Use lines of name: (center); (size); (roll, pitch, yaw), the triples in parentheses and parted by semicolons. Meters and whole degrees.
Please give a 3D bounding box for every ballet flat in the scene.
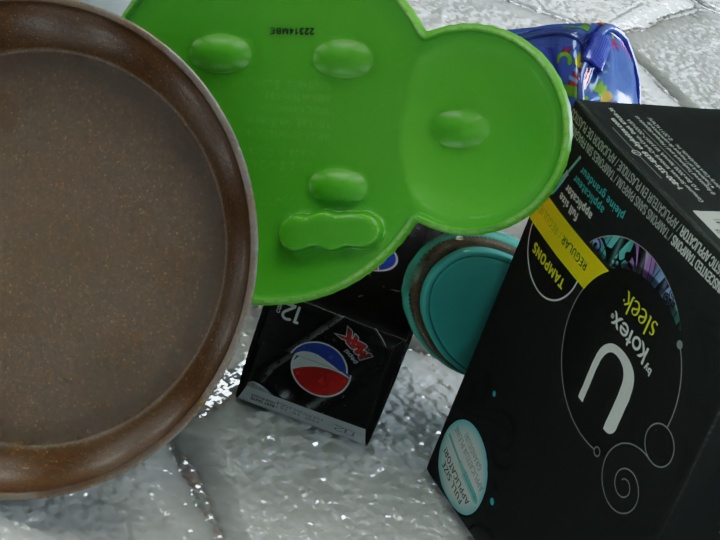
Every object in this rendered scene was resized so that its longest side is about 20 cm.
ballet flat: (0.075, 0.021, 0.915); (0.200, 0.067, 0.070); (34, 19, -43)

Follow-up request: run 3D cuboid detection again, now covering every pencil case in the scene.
pencil case: (0.049, -0.093, 1.059); (0.200, 0.087, 0.078); (1, 48, 26)

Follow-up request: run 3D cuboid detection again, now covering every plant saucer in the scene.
plant saucer: (-0.134, -0.009, 0.787); (0.200, 0.200, 0.034); (26, 3, 11)

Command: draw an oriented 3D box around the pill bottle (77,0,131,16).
pill bottle: (-0.105, -0.112, 0.942); (0.113, 0.113, 0.200); (41, -2, 32)

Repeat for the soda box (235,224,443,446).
soda box: (0.000, 0.000, 0.962); (0.071, 0.063, 0.200); (20, 29, 2)

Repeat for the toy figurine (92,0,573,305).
toy figurine: (0.010, -0.067, 0.863); (0.200, 0.150, 0.184); (3, 6, 16)

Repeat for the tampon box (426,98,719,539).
tampon box: (0.139, 0.052, 0.820); (0.126, 0.200, 0.150); (1, 33, -30)

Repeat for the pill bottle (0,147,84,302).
pill bottle: (-0.199, -0.050, 0.875); (0.200, 0.112, 0.112); (27, 30, 12)
